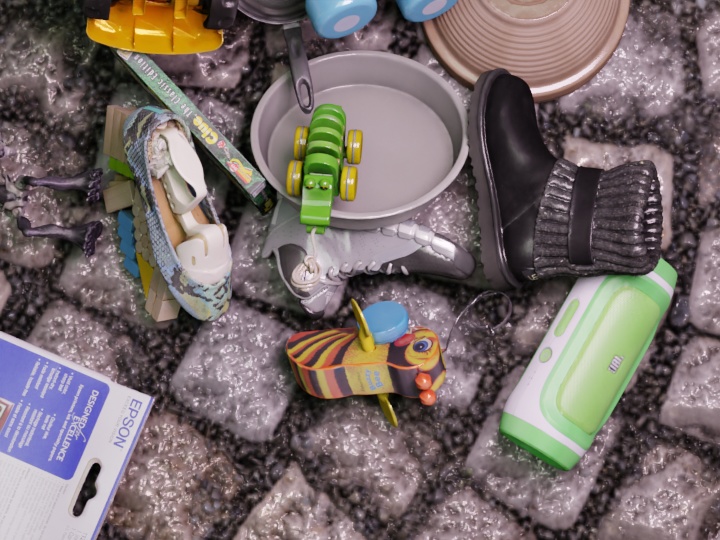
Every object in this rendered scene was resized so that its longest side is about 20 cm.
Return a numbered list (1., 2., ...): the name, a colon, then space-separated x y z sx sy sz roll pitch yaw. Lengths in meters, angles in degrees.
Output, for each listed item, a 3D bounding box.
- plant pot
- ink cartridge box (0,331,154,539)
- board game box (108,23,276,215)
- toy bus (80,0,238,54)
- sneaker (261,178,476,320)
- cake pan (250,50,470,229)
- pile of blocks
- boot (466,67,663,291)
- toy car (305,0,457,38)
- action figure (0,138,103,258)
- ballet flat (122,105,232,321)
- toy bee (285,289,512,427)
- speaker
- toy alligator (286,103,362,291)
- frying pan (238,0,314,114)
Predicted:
1. plant pot: 0.151 -0.262 1.543 0.198 0.093 0.204 -1 81 4
2. ink cartridge box: -0.311 0.171 1.520 0.198 0.047 0.199 22 81 4
3. board game box: -0.154 -0.136 1.530 0.023 0.105 0.200 -42 81 -6
4. toy bus: -0.170 -0.320 1.463 0.134 0.201 0.193 4 47 -11
5. sneaker: 0.000 0.000 1.524 0.198 0.075 0.117 22 87 16
6. cake pan: 0.000 -0.115 1.514 0.198 0.037 0.202 0 52 1
7. pile of blocks: -0.187 -0.056 1.549 0.062 0.082 0.203 -9 90 -42
8. boot: 0.183 -0.088 1.471 0.156 0.079 0.214 -12 76 29
9. toy car: 0.017 -0.337 1.443 0.175 0.200 0.186 -15 71 -28
10. action figure: -0.337 -0.071 1.531 0.197 0.102 0.120 7 93 2
11. ballet flat: -0.153 -0.049 1.478 0.074 0.074 0.202 -23 103 -1
12. toy bee: 0.030 0.074 1.475 0.199 0.109 0.131 -31 119 18
13. speaker: 0.202 0.073 1.489 0.088 0.088 0.201 30 83 7
14. toy alligator: -0.034 -0.078 1.429 0.059 0.055 0.202 5 53 5
15. frying pan: -0.054 -0.249 1.532 0.114 0.031 0.191 -33 86 -5
